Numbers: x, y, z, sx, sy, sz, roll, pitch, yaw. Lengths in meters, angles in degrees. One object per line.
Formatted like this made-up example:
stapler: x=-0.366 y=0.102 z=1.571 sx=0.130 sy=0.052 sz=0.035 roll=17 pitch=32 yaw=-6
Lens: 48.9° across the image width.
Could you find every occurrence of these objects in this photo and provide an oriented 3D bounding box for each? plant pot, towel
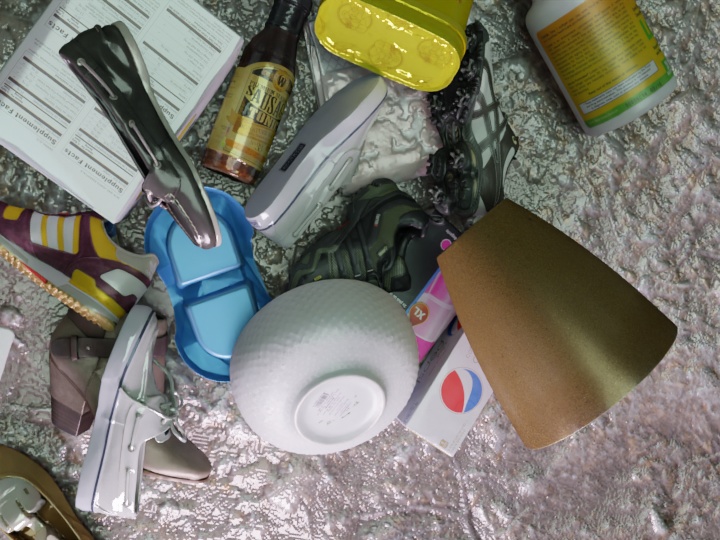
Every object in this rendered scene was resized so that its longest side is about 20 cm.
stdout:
plant pot: x=0.172 y=0.036 z=0.781 sx=0.186 sy=0.186 sz=0.201 roll=-39 pitch=85 yaw=-7
towel: x=0.050 y=-0.198 z=0.867 sx=0.197 sy=0.032 sz=0.194 roll=-15 pitch=96 yaw=-10

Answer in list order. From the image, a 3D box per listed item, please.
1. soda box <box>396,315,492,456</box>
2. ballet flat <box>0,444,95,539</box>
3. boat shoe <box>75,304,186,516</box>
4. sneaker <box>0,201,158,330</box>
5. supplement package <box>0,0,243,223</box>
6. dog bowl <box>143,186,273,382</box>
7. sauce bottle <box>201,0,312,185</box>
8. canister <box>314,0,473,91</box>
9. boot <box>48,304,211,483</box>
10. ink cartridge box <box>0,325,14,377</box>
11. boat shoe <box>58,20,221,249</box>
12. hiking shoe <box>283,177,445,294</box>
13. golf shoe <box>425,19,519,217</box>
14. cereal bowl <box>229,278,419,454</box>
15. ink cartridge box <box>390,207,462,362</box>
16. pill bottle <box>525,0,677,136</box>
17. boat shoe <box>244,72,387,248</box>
soda box: x=0.120 y=0.099 z=0.881 sx=0.068 sy=0.064 sz=0.202 roll=33 pitch=87 yaw=-11
ballet flat: x=-0.322 y=0.256 z=0.798 sx=0.069 sy=0.063 sz=0.200 roll=-42 pitch=100 yaw=-7
boat shoe: x=-0.200 y=0.137 z=0.738 sx=0.085 sy=0.075 sz=0.205 roll=15 pitch=95 yaw=-5
sneaker: x=-0.287 y=-0.027 z=0.771 sx=0.199 sy=0.075 sz=0.090 roll=34 pitch=70 yaw=12
supplement package: x=-0.230 y=-0.171 z=0.747 sx=0.150 sy=0.152 sz=0.201 roll=36 pitch=86 yaw=-13
dog bowl: x=-0.153 y=0.014 z=0.827 sx=0.110 sy=0.050 sz=0.203 roll=-19 pitch=96 yaw=-10
sauce bottle: x=-0.103 y=-0.192 z=0.818 sx=0.065 sy=0.066 sz=0.203 roll=19 pitch=90 yaw=-12
canister: x=0.051 y=-0.301 z=0.798 sx=0.146 sy=0.087 sz=0.203 roll=21 pitch=65 yaw=-7
boot: x=-0.223 y=0.113 z=0.798 sx=0.197 sy=0.070 sz=0.148 roll=21 pitch=101 yaw=-2
ink cartridge box: x=-0.440 y=0.077 z=0.761 sx=0.197 sy=0.068 sz=0.118 roll=19 pitch=89 yaw=-12
boat shoe: x=-0.180 y=-0.102 z=0.652 sx=0.056 sy=0.067 sz=0.202 roll=-27 pitch=97 yaw=-21
hiking shoe: x=0.000 y=0.000 z=0.824 sx=0.100 sy=0.076 sz=0.201 roll=33 pitch=83 yaw=30
golf shoe: x=0.123 y=-0.157 z=0.842 sx=0.093 sy=0.077 sz=0.204 roll=5 pitch=91 yaw=-36
cereal bowl: x=-0.029 y=0.113 z=0.795 sx=0.197 sy=0.084 sz=0.203 roll=-9 pitch=128 yaw=-12
ink cartridge box: x=0.053 y=0.039 z=0.879 sx=0.094 sy=0.037 sz=0.201 roll=39 pitch=87 yaw=-12
pill bottle: x=0.249 y=-0.260 z=0.863 sx=0.110 sy=0.111 sz=0.202 roll=-34 pitch=99 yaw=-8
boat shoe: x=-0.035 y=-0.112 z=0.816 sx=0.200 sy=0.074 sz=0.065 roll=-48 pitch=123 yaw=-1
